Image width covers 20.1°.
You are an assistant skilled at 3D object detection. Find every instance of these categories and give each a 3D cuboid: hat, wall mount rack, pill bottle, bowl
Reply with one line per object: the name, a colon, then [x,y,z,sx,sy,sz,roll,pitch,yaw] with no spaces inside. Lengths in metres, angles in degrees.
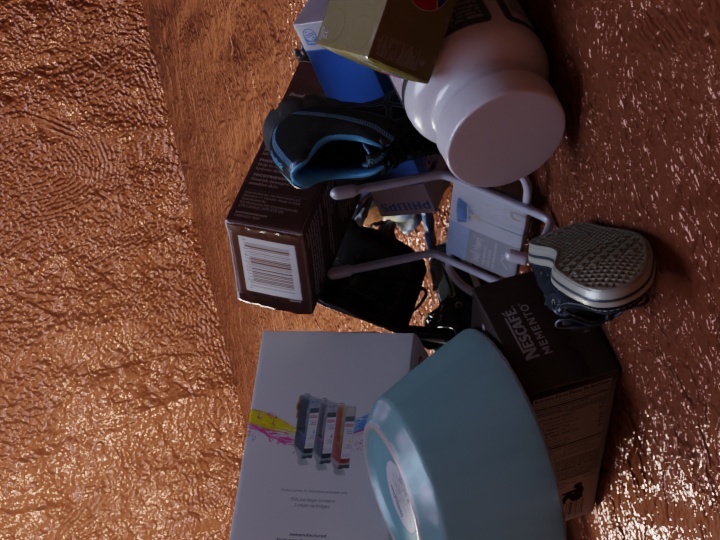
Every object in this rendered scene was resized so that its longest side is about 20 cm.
hat: [0.000,0.000,1.793,0.201,0.199,0.082,-154,83,-75]
wall mount rack: [0.066,-0.022,1.652,0.201,0.172,0.075,94,-159,-56]
pill bottle: [0.075,-0.166,1.537,0.116,0.115,0.201,90,163,-49]
bowl: [0.070,0.156,1.578,0.201,0.104,0.203,163,90,-75]

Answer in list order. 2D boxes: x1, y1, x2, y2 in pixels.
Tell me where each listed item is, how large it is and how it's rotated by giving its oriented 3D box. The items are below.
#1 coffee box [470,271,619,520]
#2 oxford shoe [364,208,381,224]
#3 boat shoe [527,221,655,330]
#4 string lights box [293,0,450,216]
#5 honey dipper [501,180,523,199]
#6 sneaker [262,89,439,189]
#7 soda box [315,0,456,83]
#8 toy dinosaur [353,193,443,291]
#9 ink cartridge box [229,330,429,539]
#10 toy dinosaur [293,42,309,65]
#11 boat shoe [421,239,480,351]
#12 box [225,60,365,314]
coffee box: [0.140,0.105,1.627,0.201,0.079,0.114,90,160,-50]
oxford shoe: [0.002,-0.133,2.035,0.071,0.071,0.202,-123,24,-61]
boat shoe: [0.165,0.009,1.431,0.200,0.074,0.063,-142,34,-79]
string lights box: [0.022,-0.155,1.697,0.201,0.058,0.103,65,-144,-33]
honey dipper: [0.094,-0.143,1.671,0.038,0.038,0.202,113,140,-71]
sneaker: [0.026,-0.104,1.605,0.082,0.198,0.074,-112,10,-56]
soda box: [0.040,-0.242,1.466,0.068,0.064,0.202,21,91,50]
toy dinosaur: [0.027,-0.075,1.888,0.182,0.104,0.202,128,153,-51]
ink cartridge box: [-0.014,0.168,1.741,0.146,0.143,0.202,60,-145,-60]
toy dinosaur: [-0.026,-0.166,1.831,0.077,0.200,0.103,36,-157,-36]
boat shoe: [0.087,0.062,1.861,0.075,0.065,0.201,96,157,-63]
box: [-0.046,-0.073,1.721,0.101,0.074,0.201,84,-157,-47]
